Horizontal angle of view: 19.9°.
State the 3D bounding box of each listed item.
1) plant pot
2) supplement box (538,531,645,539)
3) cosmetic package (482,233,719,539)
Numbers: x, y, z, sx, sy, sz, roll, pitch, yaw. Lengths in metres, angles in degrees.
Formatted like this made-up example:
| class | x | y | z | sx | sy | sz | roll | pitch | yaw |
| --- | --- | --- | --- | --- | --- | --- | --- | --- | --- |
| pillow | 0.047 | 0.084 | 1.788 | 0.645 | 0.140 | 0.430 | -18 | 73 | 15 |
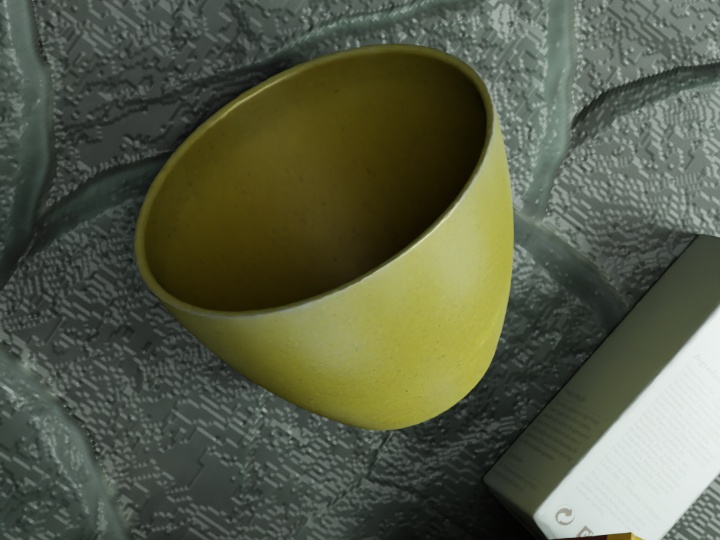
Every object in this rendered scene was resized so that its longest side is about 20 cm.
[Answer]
| class | x | y | z | sx | sy | sz | roll | pitch | yaw |
| --- | --- | --- | --- | --- | --- | --- | --- | --- | --- |
| plant pot | 0.000 | 0.000 | 1.077 | 0.200 | 0.200 | 0.142 | -34 | 128 | -8 |
| supplement box | 0.132 | 0.236 | 1.075 | 0.199 | 0.197 | 0.134 | 26 | 66 | -31 |
| cosmetic package | 0.169 | 0.077 | 1.158 | 0.200 | 0.102 | 0.074 | -46 | 104 | -4 |
